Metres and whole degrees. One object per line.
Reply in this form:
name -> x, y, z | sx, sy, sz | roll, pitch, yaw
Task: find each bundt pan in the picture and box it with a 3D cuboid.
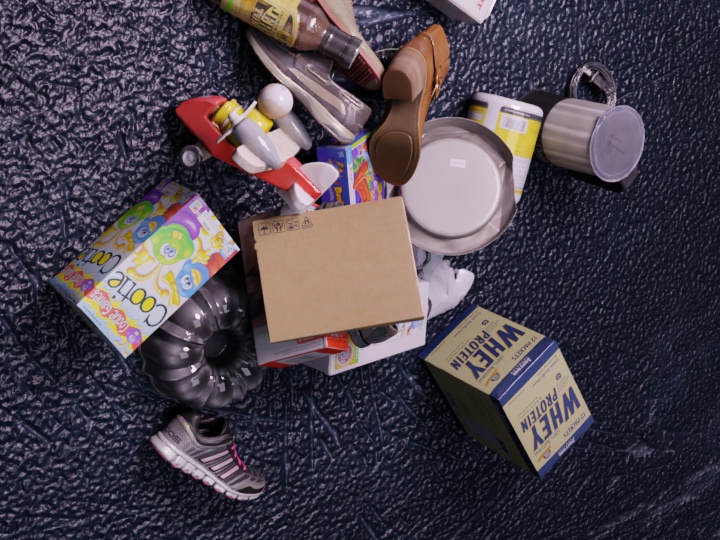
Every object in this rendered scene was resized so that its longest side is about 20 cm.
bundt pan -> -0.198, 0.100, 1.460 | 0.201, 0.076, 0.203 | -12, 111, -32

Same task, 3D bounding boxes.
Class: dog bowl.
dog bowl -> 0.130, -0.116, 1.543 | 0.199, 0.059, 0.201 | 0, 81, 2

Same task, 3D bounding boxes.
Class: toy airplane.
toy airplane -> -0.115, -0.163, 1.351 | 0.199, 0.200, 0.141 | 11, 111, -38

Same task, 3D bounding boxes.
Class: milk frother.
milk frother -> 0.369, -0.241, 1.680 | 0.180, 0.188, 0.200 | 23, 91, -39

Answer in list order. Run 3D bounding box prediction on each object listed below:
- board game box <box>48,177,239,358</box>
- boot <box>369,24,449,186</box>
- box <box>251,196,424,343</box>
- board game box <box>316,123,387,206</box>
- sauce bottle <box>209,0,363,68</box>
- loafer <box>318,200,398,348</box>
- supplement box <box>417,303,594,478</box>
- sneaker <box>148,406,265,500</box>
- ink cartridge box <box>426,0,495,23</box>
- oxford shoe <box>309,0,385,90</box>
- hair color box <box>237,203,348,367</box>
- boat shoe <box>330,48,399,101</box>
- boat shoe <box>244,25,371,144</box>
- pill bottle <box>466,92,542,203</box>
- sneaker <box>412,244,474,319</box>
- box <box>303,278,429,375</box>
board game box -> -0.272, -0.006, 1.352 | 0.200, 0.103, 0.105 | -45, 126, -15
boot -> 0.072, -0.232, 1.489 | 0.155, 0.076, 0.200 | -56, 151, -47
box -> -0.030, -0.001, 1.365 | 0.199, 0.021, 0.164 | -9, 77, -2
board game box -> -0.007, -0.094, 1.509 | 0.134, 0.045, 0.201 | -46, 135, -58
sauce bottle -> -0.092, -0.319, 1.341 | 0.200, 0.065, 0.065 | 27, 89, -4
loafer -> 0.000, 0.000, 1.419 | 0.072, 0.063, 0.201 | -18, 92, -69
supplement box -> 0.234, 0.191, 1.721 | 0.134, 0.200, 0.200 | -43, 125, -17
sneaker -> -0.199, 0.256, 1.512 | 0.200, 0.074, 0.088 | 37, 89, -33
ink cartridge box -> 0.114, -0.457, 1.489 | 0.200, 0.084, 0.146 | 27, 89, -39
oxford shoe -> -0.025, -0.330, 1.408 | 0.075, 0.070, 0.200 | -45, 102, -29
hair color box -> -0.091, 0.019, 1.424 | 0.064, 0.111, 0.201 | 17, 60, -60
boat shoe -> 0.018, -0.271, 1.498 | 0.200, 0.062, 0.075 | -10, 109, -34
boat shoe -> -0.066, -0.255, 1.403 | 0.073, 0.074, 0.200 | -45, 102, 1
pill bottle -> 0.201, -0.163, 1.633 | 0.112, 0.112, 0.201 | 8, 101, -37
sneaker -> 0.111, -0.014, 1.646 | 0.115, 0.075, 0.201 | -16, 118, -33
box -> -0.009, 0.067, 1.541 | 0.200, 0.112, 0.102 | -14, 114, -45
